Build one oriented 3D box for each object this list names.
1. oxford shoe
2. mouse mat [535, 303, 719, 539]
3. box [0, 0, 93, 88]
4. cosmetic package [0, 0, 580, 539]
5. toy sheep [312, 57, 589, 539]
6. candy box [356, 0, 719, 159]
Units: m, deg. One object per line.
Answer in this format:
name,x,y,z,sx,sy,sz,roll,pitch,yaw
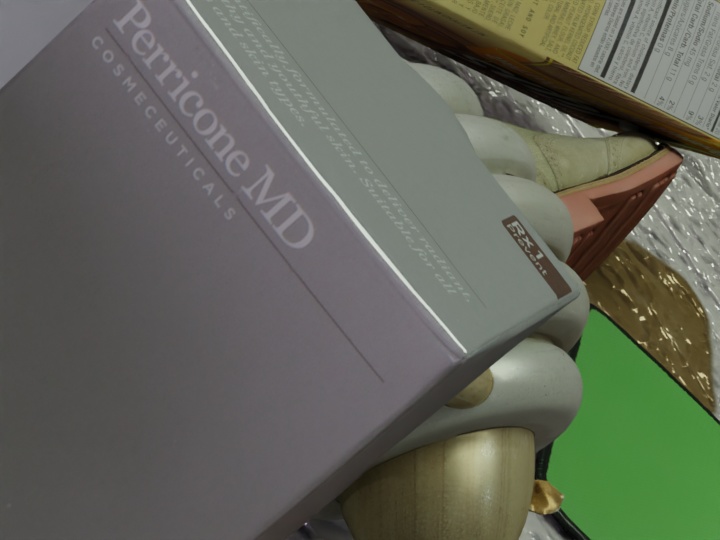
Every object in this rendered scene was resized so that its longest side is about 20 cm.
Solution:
oxford shoe,0.063,-0.033,1.102,0.074,0.071,0.200,43,20,10
mouse mat,0.141,0.108,1.094,0.200,0.008,0.161,45,25,-10
box,-0.103,-0.160,0.937,0.124,0.097,0.200,43,30,-29
cosmetic package,-0.064,0.030,0.636,0.107,0.200,0.090,50,24,6
toy sheep,0.000,0.000,0.874,0.138,0.138,0.201,9,61,-54
candy box,0.060,-0.102,1.132,0.200,0.055,0.115,22,-1,-34
